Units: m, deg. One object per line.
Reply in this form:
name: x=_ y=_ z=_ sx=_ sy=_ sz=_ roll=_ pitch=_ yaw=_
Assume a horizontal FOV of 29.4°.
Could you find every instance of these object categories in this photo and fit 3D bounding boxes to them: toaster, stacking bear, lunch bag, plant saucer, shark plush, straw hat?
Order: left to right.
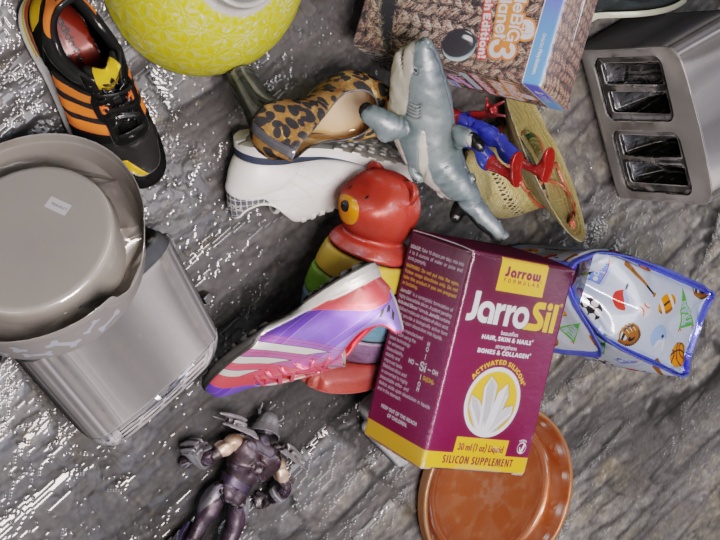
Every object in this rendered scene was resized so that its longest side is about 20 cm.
toaster: x=-0.223 y=0.063 z=1.222 sx=0.200 sy=0.113 sz=0.130 roll=-43 pitch=118 yaw=-19
stacking bear: x=0.000 y=0.000 z=1.306 sx=0.112 sy=0.121 sz=0.203 roll=4 pitch=112 yaw=-35
shark plush: x=0.075 y=-0.110 z=1.256 sx=0.091 sy=0.083 sz=0.202 roll=-28 pitch=97 yaw=-49
plant saucer: x=0.146 y=0.242 z=1.505 sx=0.198 sy=0.032 sz=0.204 roll=-5 pitch=101 yaw=-28
straw hat: x=0.155 y=-0.101 z=1.419 sx=0.084 sy=0.202 sz=0.202 roll=-23 pitch=115 yaw=19
lunch bag: x=0.237 y=0.033 z=1.446 sx=0.198 sy=0.169 sz=0.125 roll=23 pitch=81 yaw=-31
toaster: x=0.341 y=-0.172 z=1.456 sx=0.118 sy=0.199 sz=0.183 roll=-29 pitch=111 yaw=-27

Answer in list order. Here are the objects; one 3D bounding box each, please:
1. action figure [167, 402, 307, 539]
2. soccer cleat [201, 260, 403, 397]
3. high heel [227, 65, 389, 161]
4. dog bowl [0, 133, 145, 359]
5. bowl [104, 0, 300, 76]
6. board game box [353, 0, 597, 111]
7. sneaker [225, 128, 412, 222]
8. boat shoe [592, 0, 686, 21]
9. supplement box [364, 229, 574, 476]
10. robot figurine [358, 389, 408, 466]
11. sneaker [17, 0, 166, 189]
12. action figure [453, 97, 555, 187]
action figure: x=-0.129 y=0.219 z=1.328 sx=0.129 sy=0.069 sz=0.202 roll=31 pitch=79 yaw=-22
soccer cleat: x=-0.054 y=0.070 z=1.235 sx=0.199 sy=0.068 sz=0.074 roll=-33 pitch=86 yaw=12
high heel: x=-0.017 y=-0.127 z=1.254 sx=0.197 sy=0.143 sz=0.072 roll=6 pitch=121 yaw=-26
dog bowl: x=-0.270 y=-0.016 z=1.149 sx=0.200 sy=0.200 sz=0.059 roll=-41 pitch=154 yaw=-17
bowl: x=-0.124 y=-0.275 z=1.228 sx=0.198 sy=0.107 sz=0.203 roll=-5 pitch=99 yaw=-29
board game box: x=0.116 y=-0.259 z=1.305 sx=0.097 sy=0.198 sz=0.162 roll=16 pitch=89 yaw=-65
sneaker: x=-0.039 y=-0.089 z=1.335 sx=0.197 sy=0.076 sz=0.082 roll=1 pitch=109 yaw=-26
boat shoe: x=0.267 y=-0.307 z=1.464 sx=0.197 sy=0.075 sz=0.067 roll=-10 pitch=114 yaw=-18
supplement box: x=0.100 y=0.077 z=1.271 sx=0.129 sy=0.103 sz=0.203 roll=8 pitch=98 yaw=-34
robot figurine: x=0.089 y=0.110 z=1.405 sx=0.199 sy=0.113 sz=0.170 roll=-39 pitch=155 yaw=-18
sneaker: x=-0.227 y=-0.154 z=1.198 sx=0.070 sy=0.090 sz=0.202 roll=-36 pitch=113 yaw=-19
action figure: x=0.103 y=-0.138 z=1.328 sx=0.065 sy=0.199 sz=0.052 roll=-16 pitch=121 yaw=-32
